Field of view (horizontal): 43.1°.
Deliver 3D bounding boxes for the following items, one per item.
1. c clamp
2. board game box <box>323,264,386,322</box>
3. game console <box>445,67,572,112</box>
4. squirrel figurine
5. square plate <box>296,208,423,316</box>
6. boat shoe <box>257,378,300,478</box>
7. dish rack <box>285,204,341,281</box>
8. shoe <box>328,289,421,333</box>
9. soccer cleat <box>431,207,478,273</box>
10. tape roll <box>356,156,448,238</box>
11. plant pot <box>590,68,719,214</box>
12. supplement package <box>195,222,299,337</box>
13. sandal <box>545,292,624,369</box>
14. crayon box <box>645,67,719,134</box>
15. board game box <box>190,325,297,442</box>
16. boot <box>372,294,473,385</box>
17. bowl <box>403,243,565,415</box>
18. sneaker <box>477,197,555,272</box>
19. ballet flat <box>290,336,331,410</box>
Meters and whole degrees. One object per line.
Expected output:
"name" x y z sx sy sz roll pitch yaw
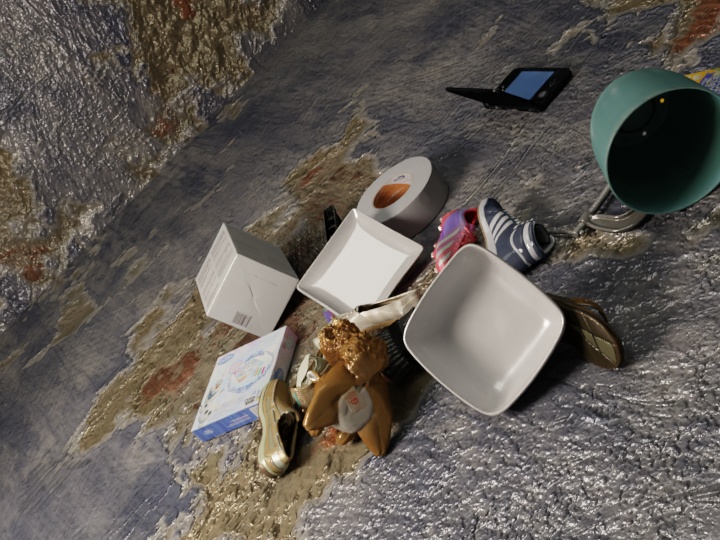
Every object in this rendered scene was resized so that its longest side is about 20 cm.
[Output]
"c clamp" 0.416 -0.125 1.482 0.200 0.027 0.170 -48 29 -12
"board game box" -0.007 0.017 1.820 0.199 0.039 0.158 -39 28 6
"game console" 0.310 -0.398 1.915 0.176 0.117 0.199 -48 28 -10
"squirrel figurine" -0.022 0.183 1.491 0.187 0.140 0.203 -173 97 -78
"square plate" 0.000 0.000 1.760 0.197 0.028 0.201 31 81 37
"boat shoe" -0.133 0.265 1.600 0.076 0.071 0.202 -41 35 30
"dish rack" -0.119 -0.042 2.039 0.199 0.055 0.154 -35 27 15
"shoe" 0.027 0.075 1.637 0.198 0.054 0.070 -12 20 26
"soccer cleat" 0.177 -0.046 1.649 0.076 0.067 0.201 -22 31 25
"tape roll" 0.085 -0.145 1.905 0.199 0.066 0.201 -31 30 20
"plant pot" 0.439 -0.213 1.380 0.200 0.201 0.162 -35 31 13
"supplement package" -0.249 0.021 1.972 0.152 0.150 0.200 -61 25 11
"sandal" 0.318 0.075 1.298 0.054 0.083 0.200 -23 18 -11
"crayon box" 0.550 -0.266 1.483 0.199 0.052 0.126 -5 45 50
"board game box" -0.229 0.225 1.814 0.198 0.043 0.200 -26 32 30
"boot" 0.102 0.127 1.480 0.157 0.080 0.211 -39 22 0
"bowl" 0.185 0.085 1.326 0.201 0.199 0.074 -55 -19 15
"sneaker" 0.266 -0.072 1.556 0.108 0.070 0.201 -34 35 26
"ballet flat" -0.067 0.161 1.667 0.070 0.065 0.201 -12 40 44
